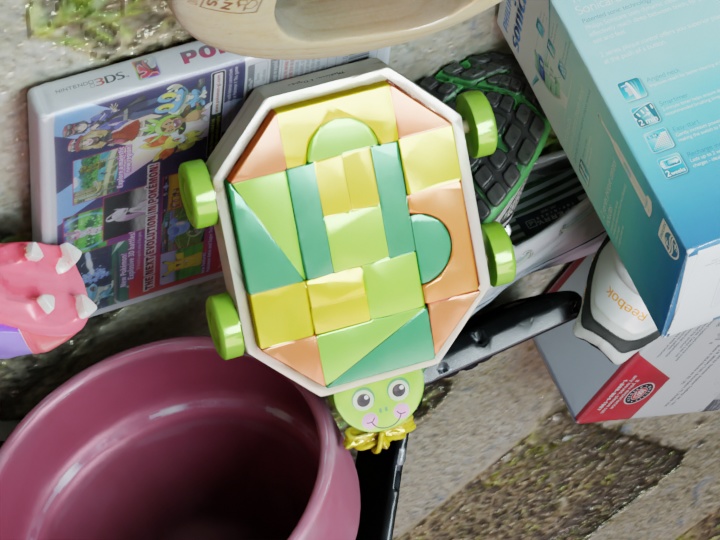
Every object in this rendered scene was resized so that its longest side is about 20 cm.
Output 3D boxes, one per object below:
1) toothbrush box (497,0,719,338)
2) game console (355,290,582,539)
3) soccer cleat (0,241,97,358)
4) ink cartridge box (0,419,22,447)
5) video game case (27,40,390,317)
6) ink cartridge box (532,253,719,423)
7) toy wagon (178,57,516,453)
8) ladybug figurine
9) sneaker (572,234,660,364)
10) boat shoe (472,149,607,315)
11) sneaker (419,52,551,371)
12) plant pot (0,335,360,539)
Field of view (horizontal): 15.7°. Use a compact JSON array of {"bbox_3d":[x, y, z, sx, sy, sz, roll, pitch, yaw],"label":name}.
[{"bbox_3d":[0.172,-0.089,1.259,0.146,0.201,0.085,-19,154,-14],"label":"toothbrush box"},{"bbox_3d":[0.054,0.098,1.501,0.175,0.117,0.200,-24,180,-6],"label":"game console"},{"bbox_3d":[-0.212,0.012,1.234,0.076,0.067,0.200,-33,155,32],"label":"soccer cleat"},{"bbox_3d":[-0.203,0.158,1.504,0.199,0.083,0.146,-1,144,-40],"label":"ink cartridge box"},{"bbox_3d":[-0.077,-0.052,1.308,0.181,0.023,0.200,-17,153,-16],"label":"video game case"},{"bbox_3d":[0.226,0.017,1.617,0.199,0.084,0.144,-2,144,-37],"label":"ink cartridge box"},{"bbox_3d":[0.000,0.000,1.275,0.154,0.040,0.201,-15,110,-12],"label":"toy wagon"},{"bbox_3d":[-0.003,-0.154,1.136,0.199,0.072,0.136,-9,149,-30],"label":"ladybug figurine"},{"bbox_3d":[0.166,-0.015,1.446,0.080,0.074,0.200,-58,171,30],"label":"sneaker"},{"bbox_3d":[0.061,-0.022,1.437,0.199,0.074,0.067,-28,152,-23],"label":"boat shoe"},{"bbox_3d":[0.038,-0.024,1.361,0.201,0.078,0.085,-58,160,6],"label":"sneaker"},{"bbox_3d":[-0.083,0.166,1.393,0.199,0.200,0.179,-25,135,-1],"label":"plant pot"}]
